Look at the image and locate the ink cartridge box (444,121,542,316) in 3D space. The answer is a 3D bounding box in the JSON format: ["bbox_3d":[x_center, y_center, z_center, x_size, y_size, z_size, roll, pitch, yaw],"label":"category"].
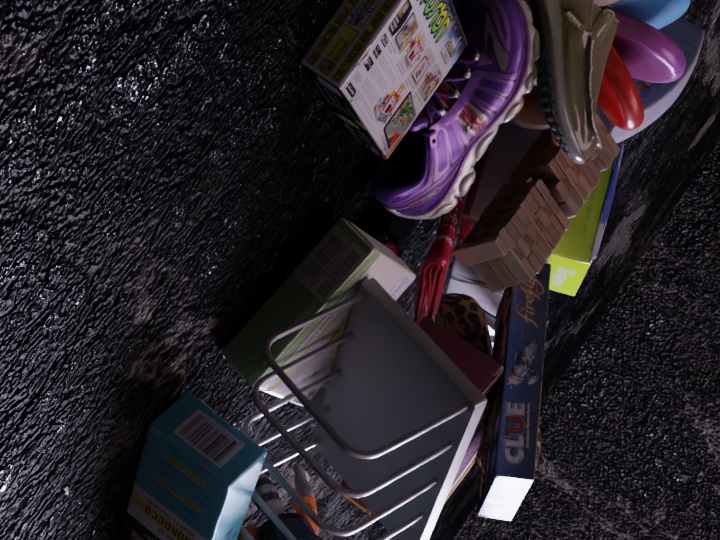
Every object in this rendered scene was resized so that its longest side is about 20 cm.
[{"bbox_3d":[0.145,-0.052,1.706,0.200,0.083,0.147,98,10,-62],"label":"ink cartridge box"}]

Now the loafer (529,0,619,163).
[{"bbox_3d":[0.174,-0.184,1.385,0.075,0.069,0.201,-109,-170,-76],"label":"loafer"}]

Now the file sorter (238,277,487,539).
[{"bbox_3d":[-0.014,0.138,1.351,0.124,0.139,0.200,-24,148,-34],"label":"file sorter"}]

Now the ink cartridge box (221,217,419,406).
[{"bbox_3d":[-0.015,0.044,1.429,0.146,0.048,0.200,-49,155,4],"label":"ink cartridge box"}]

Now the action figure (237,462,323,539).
[{"bbox_3d":[-0.091,0.243,1.502,0.200,0.193,0.105,-10,117,-21],"label":"action figure"}]

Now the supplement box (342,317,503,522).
[{"bbox_3d":[0.052,0.146,1.566,0.110,0.086,0.200,-50,164,-27],"label":"supplement box"}]

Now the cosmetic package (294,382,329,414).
[{"bbox_3d":[0.008,0.095,1.660,0.107,0.090,0.200,-57,169,4],"label":"cosmetic package"}]

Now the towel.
[{"bbox_3d":[0.080,-0.049,1.564,0.145,0.022,0.200,100,6,-58],"label":"towel"}]

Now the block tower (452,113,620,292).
[{"bbox_3d":[0.158,-0.062,1.544,0.054,0.058,0.200,-18,-155,47],"label":"block tower"}]

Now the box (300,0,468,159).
[{"bbox_3d":[0.021,-0.152,1.221,0.110,0.035,0.200,-55,167,-3],"label":"box"}]

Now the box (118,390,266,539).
[{"bbox_3d":[-0.138,0.189,1.377,0.049,0.082,0.200,-41,160,-41],"label":"box"}]

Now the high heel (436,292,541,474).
[{"bbox_3d":[0.106,0.125,1.659,0.142,0.071,0.200,27,55,-44],"label":"high heel"}]

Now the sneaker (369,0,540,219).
[{"bbox_3d":[0.072,-0.131,1.375,0.083,0.081,0.200,10,109,-53],"label":"sneaker"}]

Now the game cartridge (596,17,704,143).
[{"bbox_3d":[0.244,-0.199,1.673,0.200,0.133,0.042,-45,155,-39],"label":"game cartridge"}]

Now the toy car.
[{"bbox_3d":[0.205,-0.196,1.507,0.200,0.150,0.175,-54,166,-8],"label":"toy car"}]

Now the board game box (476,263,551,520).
[{"bbox_3d":[0.137,0.109,1.567,0.136,0.035,0.200,99,-1,-67],"label":"board game box"}]

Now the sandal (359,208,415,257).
[{"bbox_3d":[0.000,0.000,1.484,0.200,0.045,0.075,-32,152,-59],"label":"sandal"}]

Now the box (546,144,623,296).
[{"bbox_3d":[0.219,-0.053,1.759,0.200,0.048,0.122,84,20,-79],"label":"box"}]
